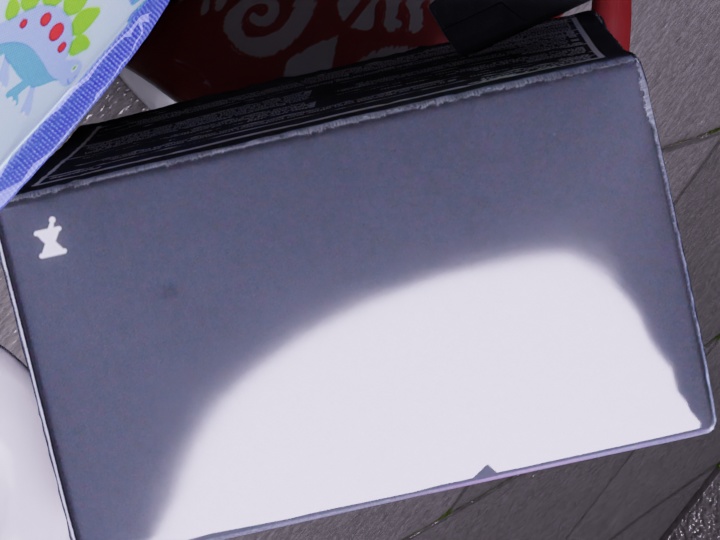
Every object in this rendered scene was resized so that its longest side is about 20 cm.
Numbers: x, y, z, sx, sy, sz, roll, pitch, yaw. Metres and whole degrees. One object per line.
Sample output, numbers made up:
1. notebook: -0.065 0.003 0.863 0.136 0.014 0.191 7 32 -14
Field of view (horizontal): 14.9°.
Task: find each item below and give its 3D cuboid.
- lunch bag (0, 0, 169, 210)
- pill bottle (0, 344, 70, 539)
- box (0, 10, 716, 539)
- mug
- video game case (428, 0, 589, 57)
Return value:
1. lunch bag: -0.107 -0.125 0.656 0.200 0.127 0.170 -51 147 -9
2. pill bottle: -0.170 0.078 0.936 0.113 0.113 0.200 -43 -171 -17
3. box: 0.000 0.000 0.898 0.199 0.124 0.198 -13 -172 4
4. mug: 0.033 -0.100 1.069 0.200 0.177 0.133 -51 175 -5
5. video game case: 0.137 -0.146 0.860 0.181 0.026 0.200 -42 -168 -37
